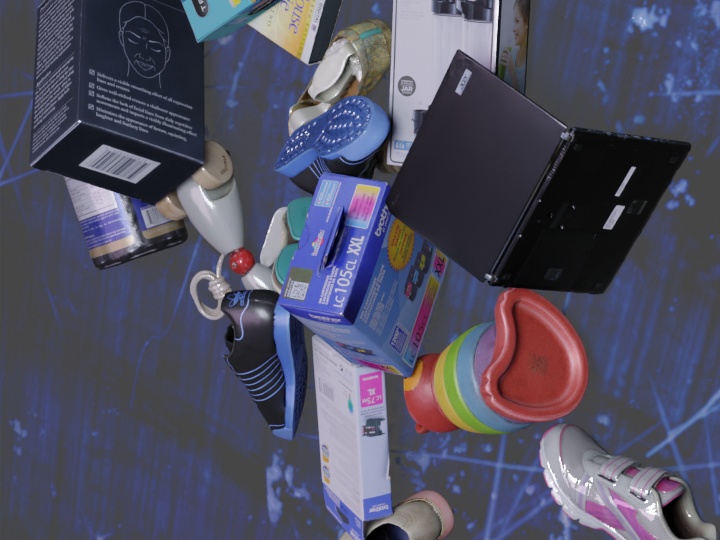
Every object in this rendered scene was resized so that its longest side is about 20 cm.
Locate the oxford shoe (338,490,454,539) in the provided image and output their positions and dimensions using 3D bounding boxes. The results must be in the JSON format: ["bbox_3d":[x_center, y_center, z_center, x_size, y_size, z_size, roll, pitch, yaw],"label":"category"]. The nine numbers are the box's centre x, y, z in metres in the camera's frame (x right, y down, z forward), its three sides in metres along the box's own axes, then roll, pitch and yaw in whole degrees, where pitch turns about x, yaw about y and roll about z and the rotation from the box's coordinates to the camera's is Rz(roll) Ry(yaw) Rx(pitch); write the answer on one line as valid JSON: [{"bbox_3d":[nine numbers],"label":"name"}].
[{"bbox_3d":[0.012,0.292,1.779,0.071,0.074,0.200,56,133,10],"label":"oxford shoe"}]

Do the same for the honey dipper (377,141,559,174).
[{"bbox_3d":[0.102,-0.109,1.587,0.199,0.038,0.038,3,107,37],"label":"honey dipper"}]

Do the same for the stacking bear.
[{"bbox_3d":[0.113,0.105,1.603,0.200,0.113,0.122,-23,48,55],"label":"stacking bear"}]

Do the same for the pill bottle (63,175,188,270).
[{"bbox_3d":[-0.272,-0.110,1.865,0.112,0.112,0.201,-15,94,44],"label":"pill bottle"}]

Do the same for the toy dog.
[{"bbox_3d":[-0.131,-0.053,1.793,0.131,0.096,0.201,-5,115,35],"label":"toy dog"}]

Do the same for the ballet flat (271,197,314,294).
[{"bbox_3d":[-0.050,-0.006,1.674,0.067,0.200,0.063,-4,118,5],"label":"ballet flat"}]

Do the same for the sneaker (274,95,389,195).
[{"bbox_3d":[-0.009,-0.110,1.592,0.078,0.070,0.200,31,164,-19],"label":"sneaker"}]

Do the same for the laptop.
[{"bbox_3d":[0.153,-0.081,1.479,0.178,0.199,0.104,-64,34,36],"label":"laptop"}]

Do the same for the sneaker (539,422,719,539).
[{"bbox_3d":[0.252,0.205,1.538,0.200,0.081,0.088,43,128,12],"label":"sneaker"}]

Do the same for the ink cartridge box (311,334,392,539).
[{"bbox_3d":[-0.008,0.174,1.750,0.119,0.042,0.201,-148,53,-63],"label":"ink cartridge box"}]

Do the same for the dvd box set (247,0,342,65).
[{"bbox_3d":[-0.096,-0.316,1.690,0.200,0.029,0.147,37,126,27],"label":"dvd box set"}]

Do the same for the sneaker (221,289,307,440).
[{"bbox_3d":[-0.101,0.096,1.769,0.077,0.070,0.201,8,132,10],"label":"sneaker"}]

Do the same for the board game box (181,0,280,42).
[{"bbox_3d":[-0.113,-0.333,1.645,0.200,0.047,0.152,-24,87,44],"label":"board game box"}]

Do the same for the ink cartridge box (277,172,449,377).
[{"bbox_3d":[0.000,0.000,1.570,0.076,0.200,0.137,9,72,30],"label":"ink cartridge box"}]

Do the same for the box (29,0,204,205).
[{"bbox_3d":[-0.248,-0.192,1.734,0.107,0.148,0.201,-32,51,44],"label":"box"}]

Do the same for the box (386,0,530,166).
[{"bbox_3d":[0.088,-0.191,1.525,0.116,0.060,0.201,11,103,34],"label":"box"}]

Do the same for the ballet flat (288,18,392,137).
[{"bbox_3d":[-0.033,-0.167,1.663,0.071,0.071,0.200,50,131,17],"label":"ballet flat"}]
